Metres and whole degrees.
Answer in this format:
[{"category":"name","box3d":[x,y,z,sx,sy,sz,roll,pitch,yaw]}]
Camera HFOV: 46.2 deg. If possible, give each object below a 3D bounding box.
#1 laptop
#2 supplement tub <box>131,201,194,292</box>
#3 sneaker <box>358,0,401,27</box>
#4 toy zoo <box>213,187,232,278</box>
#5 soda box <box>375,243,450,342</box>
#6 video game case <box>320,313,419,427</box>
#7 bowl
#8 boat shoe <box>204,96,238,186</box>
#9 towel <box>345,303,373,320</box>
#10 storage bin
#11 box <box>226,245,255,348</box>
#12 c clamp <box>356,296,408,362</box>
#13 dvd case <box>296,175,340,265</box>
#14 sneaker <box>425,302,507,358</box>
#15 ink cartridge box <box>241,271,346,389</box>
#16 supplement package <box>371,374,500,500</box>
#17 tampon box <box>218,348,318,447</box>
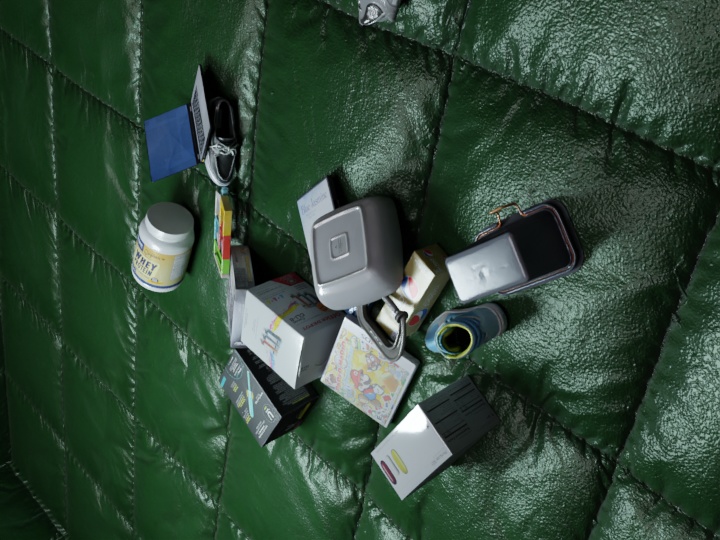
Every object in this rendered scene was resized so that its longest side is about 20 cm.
[{"category":"laptop","box3d":[-0.425,-0.340,1.955,0.201,0.113,0.190,120,141,-51]},{"category":"supplement tub","box3d":[-0.509,-0.061,2.184,0.145,0.143,0.202,46,134,24]},{"category":"sneaker","box3d":[-0.005,-0.502,1.518,0.199,0.074,0.117,36,131,31]},{"category":"toy zoo","box3d":[-0.330,-0.102,2.020,0.132,0.020,0.204,-124,36,-58]},{"category":"soda box","box3d":[0.105,0.044,1.616,0.064,0.067,0.202,49,135,23]},{"category":"video game case","box3d":[0.016,0.213,1.775,0.180,0.023,0.202,33,130,14]},{"category":"bowl","box3d":[-0.020,-0.037,1.617,0.197,0.074,0.205,-19,68,34]},{"category":"boat shoe","box3d":[-0.312,-0.292,1.934,0.068,0.072,0.204,23,113,56]},{"category":"towel","box3d":[0.000,0.000,1.728,0.112,0.048,0.202,46,134,26]},{"category":"storage bin","box3d":[0.239,-0.028,1.393,0.198,0.133,0.148,-24,88,48]},{"category":"box","box3d":[-0.283,0.059,1.984,0.201,0.047,0.161,-111,26,-57]},{"category":"c clamp","box3d":[0.038,0.068,1.627,0.201,0.027,0.173,54,137,37]},{"category":"dvd case","box3d":[-0.075,-0.078,1.762,0.142,0.017,0.204,-29,71,55]},{"category":"sneaker","box3d":[0.159,0.120,1.540,0.199,0.129,0.081,-29,86,49]},{"category":"ink cartridge box","box3d":[-0.145,0.130,1.863,0.199,0.144,0.147,36,129,31]},{"category":"supplement package","box3d":[0.142,0.321,1.619,0.112,0.154,0.201,52,135,17]},{"category":"tampon box","box3d":[-0.222,0.283,2.021,0.201,0.125,0.151,52,136,18]}]
